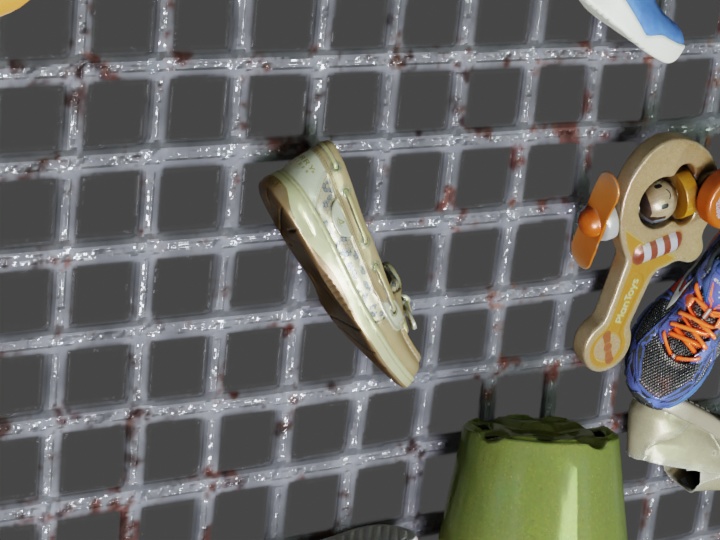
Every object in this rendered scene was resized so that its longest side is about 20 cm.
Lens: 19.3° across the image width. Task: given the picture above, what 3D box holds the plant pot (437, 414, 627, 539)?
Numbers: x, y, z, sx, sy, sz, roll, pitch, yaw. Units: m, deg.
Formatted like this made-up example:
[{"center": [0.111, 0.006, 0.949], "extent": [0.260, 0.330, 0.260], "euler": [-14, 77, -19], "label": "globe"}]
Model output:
[{"center": [0.132, 0.214, 1.635], "extent": [0.199, 0.200, 0.192], "euler": [-1, 97, -33], "label": "plant pot"}]

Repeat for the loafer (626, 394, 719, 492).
[{"center": [0.291, 0.155, 1.774], "extent": [0.199, 0.076, 0.069], "euler": [28, 93, -28], "label": "loafer"}]

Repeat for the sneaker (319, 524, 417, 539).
[{"center": [-0.041, 0.261, 1.590], "extent": [0.199, 0.075, 0.106], "euler": [-8, 108, -35], "label": "sneaker"}]

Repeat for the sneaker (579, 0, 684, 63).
[{"center": [0.193, -0.242, 1.548], "extent": [0.199, 0.077, 0.111], "euler": [34, 97, -31], "label": "sneaker"}]

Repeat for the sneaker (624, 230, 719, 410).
[{"center": [0.278, 0.023, 1.694], "extent": [0.075, 0.078, 0.201], "euler": [35, 79, 6], "label": "sneaker"}]

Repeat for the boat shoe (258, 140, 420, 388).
[{"center": [0.000, 0.000, 1.518], "extent": [0.063, 0.073, 0.201], "euler": [-38, 124, -12], "label": "boat shoe"}]

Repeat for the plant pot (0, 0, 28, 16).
[{"center": [-0.198, -0.251, 1.232], "extent": [0.183, 0.199, 0.202], "euler": [-18, 118, -45], "label": "plant pot"}]

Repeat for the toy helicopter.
[{"center": [0.210, -0.013, 1.653], "extent": [0.131, 0.079, 0.201], "euler": [7, 112, -37], "label": "toy helicopter"}]
